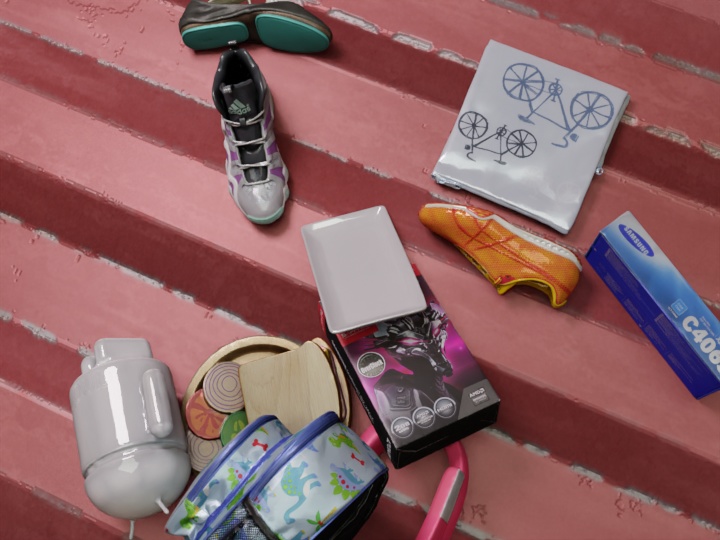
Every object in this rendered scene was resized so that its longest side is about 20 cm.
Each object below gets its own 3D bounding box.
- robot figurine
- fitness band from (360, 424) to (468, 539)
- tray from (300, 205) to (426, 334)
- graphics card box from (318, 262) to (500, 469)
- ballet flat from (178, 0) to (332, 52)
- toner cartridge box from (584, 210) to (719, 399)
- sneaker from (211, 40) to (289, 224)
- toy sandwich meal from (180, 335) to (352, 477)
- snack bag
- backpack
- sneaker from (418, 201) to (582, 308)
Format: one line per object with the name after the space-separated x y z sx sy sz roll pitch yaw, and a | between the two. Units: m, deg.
-0.244 0.173 0.954 0.111 0.170 0.203 1 57 -36 | robot figurine
0.033 0.241 0.930 0.142 0.038 0.203 10 62 41 | fitness band
0.000 0.000 0.991 0.105 0.023 0.202 -13 37 -5 | tray
0.047 0.095 0.955 0.123 0.051 0.202 -20 55 -14 | graphics card box
-0.129 -0.315 1.113 0.195 0.068 0.070 3 66 4 | ballet flat
0.327 0.039 0.971 0.043 0.095 0.202 -33 76 -7 | toner cartridge box
-0.134 -0.164 1.032 0.076 0.140 0.205 -14 74 -1 | sneaker
-0.106 0.159 0.979 0.200 0.070 0.211 -1 75 4 | toy sandwich meal
0.203 -0.159 1.071 0.185 0.021 0.203 23 77 10 | snack bag
-0.078 0.222 0.852 0.200 0.183 0.147 -44 80 -1 | backpack
0.150 -0.020 1.013 0.197 0.073 0.078 26 88 13 | sneaker
